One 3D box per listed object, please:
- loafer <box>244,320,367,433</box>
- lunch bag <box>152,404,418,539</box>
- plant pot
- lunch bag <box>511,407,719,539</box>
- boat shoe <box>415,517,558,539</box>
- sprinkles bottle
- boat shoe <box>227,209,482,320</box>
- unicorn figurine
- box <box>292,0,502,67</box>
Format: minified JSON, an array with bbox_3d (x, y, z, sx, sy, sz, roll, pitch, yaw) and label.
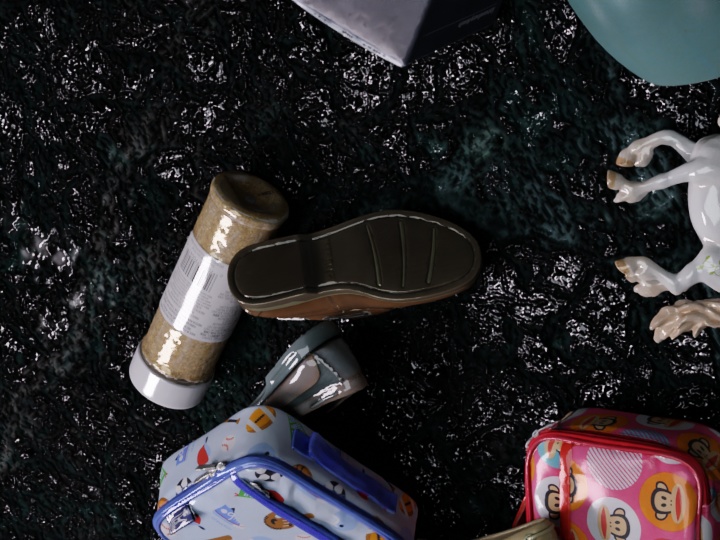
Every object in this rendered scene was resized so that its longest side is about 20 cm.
[{"bbox_3d":[-0.055,0.118,1.634,0.063,0.072,0.200,48,141,13],"label":"loafer"},{"bbox_3d":[-0.058,0.191,1.629,0.200,0.076,0.160,35,133,-29],"label":"lunch bag"},{"bbox_3d":[0.212,-0.216,1.317,0.199,0.201,0.162,-11,113,32],"label":"plant pot"},{"bbox_3d":[0.192,0.205,1.542,0.175,0.082,0.202,7,110,32],"label":"lunch bag"},{"bbox_3d":[0.065,0.221,1.550,0.200,0.073,0.064,-7,100,38],"label":"boat shoe"},{"bbox_3d":[-0.123,0.018,1.661,0.068,0.068,0.201,36,121,15],"label":"sprinkles bottle"},{"bbox_3d":[0.000,0.000,1.588,0.198,0.068,0.073,-3,71,13],"label":"boat shoe"},{"bbox_3d":[0.242,-0.051,1.432,0.136,0.074,0.201,-3,120,21],"label":"unicorn figurine"},{"bbox_3d":[0.055,-0.261,1.413,0.104,0.148,0.201,32,120,16],"label":"box"}]
